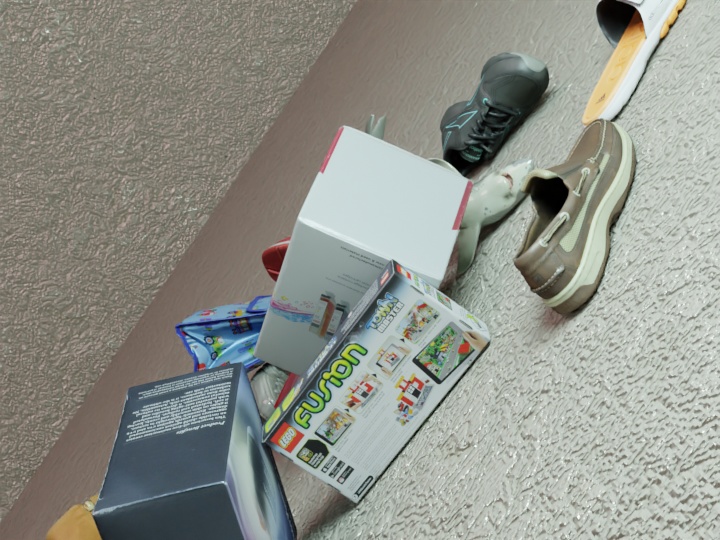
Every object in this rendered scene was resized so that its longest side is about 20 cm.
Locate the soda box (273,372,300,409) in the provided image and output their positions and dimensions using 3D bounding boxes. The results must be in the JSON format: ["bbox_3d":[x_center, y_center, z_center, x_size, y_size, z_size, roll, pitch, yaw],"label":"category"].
[{"bbox_3d":[-0.017,0.075,1.406,0.070,0.063,0.202,-33,28,58],"label":"soda box"}]

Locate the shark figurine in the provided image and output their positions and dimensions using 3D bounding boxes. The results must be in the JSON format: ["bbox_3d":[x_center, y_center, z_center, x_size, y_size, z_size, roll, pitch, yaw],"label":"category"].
[{"bbox_3d":[0.087,-0.081,1.334,0.089,0.213,0.130,-14,-61,-51],"label":"shark figurine"}]

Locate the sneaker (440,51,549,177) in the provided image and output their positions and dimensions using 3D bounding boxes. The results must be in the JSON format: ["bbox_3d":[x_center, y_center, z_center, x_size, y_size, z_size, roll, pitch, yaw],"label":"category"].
[{"bbox_3d":[0.144,-0.163,1.412,0.200,0.075,0.080,132,155,-60],"label":"sneaker"}]

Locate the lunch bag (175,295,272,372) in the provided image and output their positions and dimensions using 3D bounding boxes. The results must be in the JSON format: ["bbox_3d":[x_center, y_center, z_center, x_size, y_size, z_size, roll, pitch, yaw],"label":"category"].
[{"bbox_3d":[-0.114,0.073,1.611,0.197,0.095,0.151,-19,3,1],"label":"lunch bag"}]

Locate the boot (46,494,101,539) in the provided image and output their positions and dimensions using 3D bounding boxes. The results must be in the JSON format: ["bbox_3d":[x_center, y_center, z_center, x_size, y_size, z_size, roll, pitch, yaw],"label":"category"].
[{"bbox_3d":[-0.280,0.315,1.320,0.201,0.143,0.071,-37,-40,-34],"label":"boot"}]

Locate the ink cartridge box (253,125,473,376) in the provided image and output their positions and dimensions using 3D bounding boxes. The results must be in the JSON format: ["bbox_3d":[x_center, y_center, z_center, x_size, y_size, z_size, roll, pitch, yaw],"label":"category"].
[{"bbox_3d":[0.000,0.000,1.251,0.201,0.143,0.146,113,178,-46],"label":"ink cartridge box"}]

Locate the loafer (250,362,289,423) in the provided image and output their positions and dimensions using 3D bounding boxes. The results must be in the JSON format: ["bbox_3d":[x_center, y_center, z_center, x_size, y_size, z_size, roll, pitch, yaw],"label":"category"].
[{"bbox_3d":[-0.107,0.157,1.518,0.070,0.070,0.200,-50,5,0],"label":"loafer"}]

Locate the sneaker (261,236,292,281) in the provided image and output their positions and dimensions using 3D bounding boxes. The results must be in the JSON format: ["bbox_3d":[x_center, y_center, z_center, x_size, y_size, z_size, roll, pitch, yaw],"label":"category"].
[{"bbox_3d":[-0.018,-0.035,1.581,0.198,0.079,0.116,-2,35,32],"label":"sneaker"}]

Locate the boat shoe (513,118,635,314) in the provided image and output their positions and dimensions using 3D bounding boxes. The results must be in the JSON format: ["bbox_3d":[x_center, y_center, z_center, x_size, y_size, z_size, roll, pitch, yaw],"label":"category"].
[{"bbox_3d":[0.170,-0.063,1.054,0.075,0.074,0.204,-42,20,44],"label":"boat shoe"}]

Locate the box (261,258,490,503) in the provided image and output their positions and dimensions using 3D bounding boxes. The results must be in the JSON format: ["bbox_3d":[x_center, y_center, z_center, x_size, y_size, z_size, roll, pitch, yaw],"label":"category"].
[{"bbox_3d":[0.012,0.100,1.152,0.201,0.109,0.035,-52,14,16],"label":"box"}]

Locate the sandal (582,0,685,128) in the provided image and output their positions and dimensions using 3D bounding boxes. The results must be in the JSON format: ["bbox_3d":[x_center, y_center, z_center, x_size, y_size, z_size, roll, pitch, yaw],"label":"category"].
[{"bbox_3d":[0.246,-0.228,1.201,0.208,0.059,0.079,-61,15,-18],"label":"sandal"}]

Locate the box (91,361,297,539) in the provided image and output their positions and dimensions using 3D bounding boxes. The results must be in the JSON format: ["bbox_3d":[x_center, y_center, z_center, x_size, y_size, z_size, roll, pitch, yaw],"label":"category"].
[{"bbox_3d":[-0.135,0.224,1.140,0.122,0.202,0.199,-13,25,6],"label":"box"}]
